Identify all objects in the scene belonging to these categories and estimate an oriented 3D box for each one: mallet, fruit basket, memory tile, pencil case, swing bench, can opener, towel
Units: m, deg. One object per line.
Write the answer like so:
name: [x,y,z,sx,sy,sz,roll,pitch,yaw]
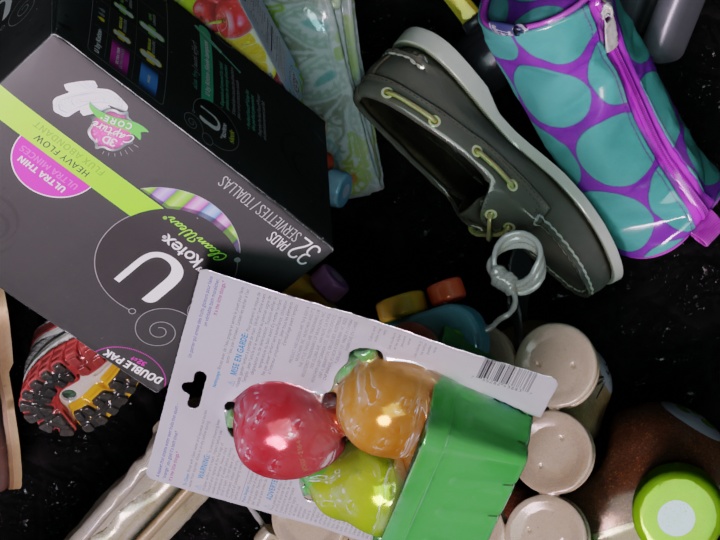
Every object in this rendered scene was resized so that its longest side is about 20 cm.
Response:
mallet: [0.043,-0.200,1.230,0.066,0.041,0.200,-31,100,13]
fruit basket: [-0.008,0.084,1.126,0.200,0.094,0.185,20,135,2]
memory tile: [0.044,0.105,1.208,0.200,0.017,0.154,2,90,19]
pencil case: [0.145,-0.101,1.203,0.085,0.092,0.200,-48,126,-18]
swing bench: [-0.102,0.211,1.334,0.200,0.130,0.199,43,107,-2]
can opener: [0.209,-0.219,1.197,0.053,0.066,0.200,40,121,35]
towel: [-0.092,-0.106,1.240,0.200,0.048,0.171,-8,124,5]

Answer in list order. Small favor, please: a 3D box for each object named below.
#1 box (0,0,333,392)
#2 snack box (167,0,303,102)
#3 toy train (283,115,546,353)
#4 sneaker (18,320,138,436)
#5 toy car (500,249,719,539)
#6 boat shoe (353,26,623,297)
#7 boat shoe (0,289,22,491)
box: [-0.135,-0.061,1.102,0.149,0.124,0.200,-39,122,24]
snack box: [-0.151,-0.116,1.169,0.200,0.053,0.142,-19,126,12]
toy train: [0.000,0.000,1.188,0.200,0.056,0.150,22,97,19]
sneaker: [-0.146,0.017,1.285,0.200,0.082,0.078,-36,128,20]
toy car: [0.134,0.080,1.265,0.158,0.164,0.200,-20,94,10]
boat shoe: [0.077,-0.055,1.227,0.202,0.072,0.060,48,69,-8]
boat shoe: [-0.256,0.073,1.293,0.070,0.070,0.200,-13,135,-15]
